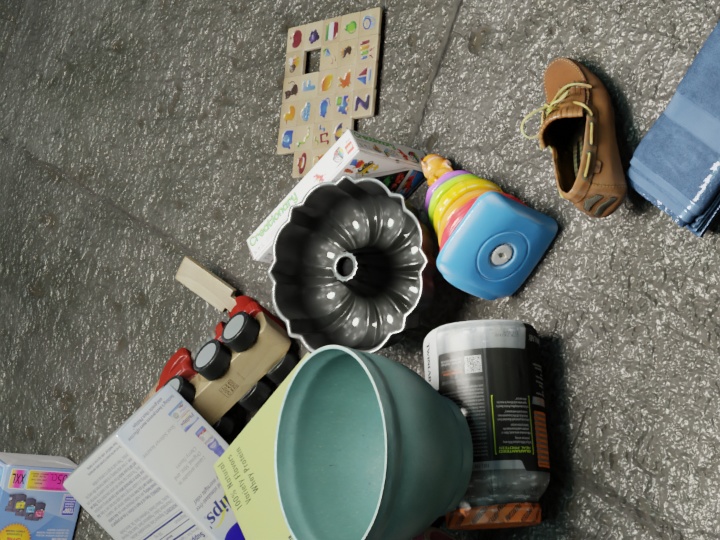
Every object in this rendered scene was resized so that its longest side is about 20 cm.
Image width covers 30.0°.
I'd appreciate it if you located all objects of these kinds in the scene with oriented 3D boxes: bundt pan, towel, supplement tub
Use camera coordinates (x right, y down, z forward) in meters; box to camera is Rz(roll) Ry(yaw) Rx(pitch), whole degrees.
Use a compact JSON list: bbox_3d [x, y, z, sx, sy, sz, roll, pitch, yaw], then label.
[{"bbox_3d":[0.000,0.000,1.485,0.200,0.076,0.204,-4,82,29],"label":"bundt pan"},{"bbox_3d":[0.336,-0.142,1.269,0.112,0.048,0.201,49,117,44],"label":"towel"},{"bbox_3d":[0.128,0.158,1.366,0.122,0.122,0.202,-16,70,42],"label":"supplement tub"}]

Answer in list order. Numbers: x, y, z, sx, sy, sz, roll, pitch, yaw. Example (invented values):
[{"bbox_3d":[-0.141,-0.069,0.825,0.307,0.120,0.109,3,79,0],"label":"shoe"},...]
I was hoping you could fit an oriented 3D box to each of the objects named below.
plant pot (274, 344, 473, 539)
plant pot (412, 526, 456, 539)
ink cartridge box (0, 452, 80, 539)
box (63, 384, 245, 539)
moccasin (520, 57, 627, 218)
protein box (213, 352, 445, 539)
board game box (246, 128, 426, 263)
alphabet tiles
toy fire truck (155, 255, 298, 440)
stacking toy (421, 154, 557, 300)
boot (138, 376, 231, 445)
[{"bbox_3d":[0.023,0.176,1.291,0.200,0.133,0.202,-13,74,55],"label":"plant pot"},{"bbox_3d":[0.049,0.368,1.368,0.179,0.200,0.200,-46,52,10],"label":"plant pot"},{"bbox_3d":[-0.485,0.369,1.931,0.076,0.136,0.202,18,95,49],"label":"ink cartridge box"},{"bbox_3d":[-0.230,0.268,1.627,0.200,0.105,0.184,47,139,-3],"label":"box"},{"bbox_3d":[0.211,-0.141,1.357,0.074,0.077,0.203,-44,37,44],"label":"moccasin"},{"bbox_3d":[-0.028,0.235,1.498,0.200,0.134,0.199,-50,51,26],"label":"protein box"},{"bbox_3d":[-0.025,-0.075,1.565,0.200,0.126,0.035,-45,54,29],"label":"board game box"},{"bbox_3d":[-0.041,-0.218,1.685,0.166,0.008,0.202,-2,80,45],"label":"alphabet tiles"},{"bbox_3d":[-0.192,0.090,1.712,0.176,0.129,0.200,-45,29,9],"label":"toy fire truck"},{"bbox_3d":[0.111,-0.069,1.458,0.110,0.116,0.200,-55,38,18],"label":"stacking toy"},{"bbox_3d":[-0.245,0.252,1.765,0.155,0.073,0.200,-60,39,20],"label":"boot"}]
